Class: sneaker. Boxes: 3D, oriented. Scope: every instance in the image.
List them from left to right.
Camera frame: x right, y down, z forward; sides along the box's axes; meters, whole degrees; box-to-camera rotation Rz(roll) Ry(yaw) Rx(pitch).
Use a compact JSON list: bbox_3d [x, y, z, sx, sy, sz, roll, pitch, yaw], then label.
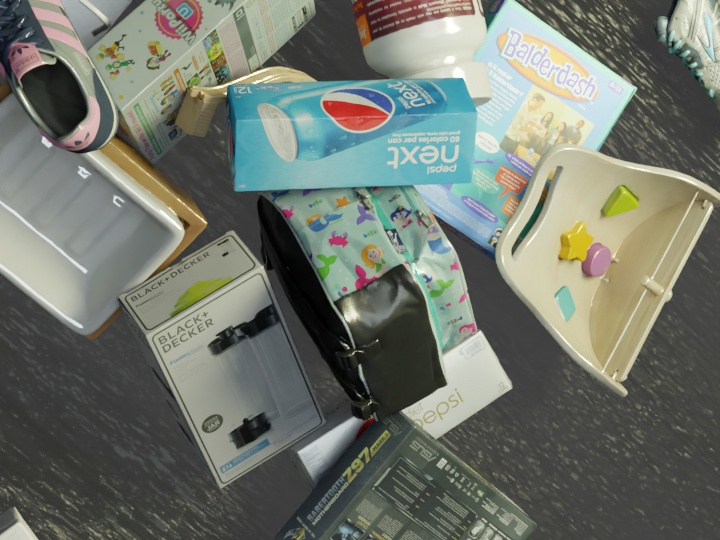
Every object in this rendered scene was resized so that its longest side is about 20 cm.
[{"bbox_3d":[-0.255,-0.179,1.504,0.070,0.082,0.200,-36,93,8],"label":"sneaker"},{"bbox_3d":[0.313,-0.209,1.807,0.086,0.078,0.202,-11,90,-2],"label":"sneaker"}]

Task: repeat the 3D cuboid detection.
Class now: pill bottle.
[{"bbox_3d":[0.047,-0.234,1.688,0.109,0.110,0.202,-12,87,-14],"label":"pill bottle"}]

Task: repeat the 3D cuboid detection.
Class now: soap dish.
[{"bbox_3d":[-0.248,-0.058,1.626,0.200,0.081,0.157,40,114,-15],"label":"soap dish"}]

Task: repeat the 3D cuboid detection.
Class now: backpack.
[{"bbox_3d":[0.000,0.000,1.661,0.150,0.200,0.178,-33,142,-11],"label":"backpack"}]

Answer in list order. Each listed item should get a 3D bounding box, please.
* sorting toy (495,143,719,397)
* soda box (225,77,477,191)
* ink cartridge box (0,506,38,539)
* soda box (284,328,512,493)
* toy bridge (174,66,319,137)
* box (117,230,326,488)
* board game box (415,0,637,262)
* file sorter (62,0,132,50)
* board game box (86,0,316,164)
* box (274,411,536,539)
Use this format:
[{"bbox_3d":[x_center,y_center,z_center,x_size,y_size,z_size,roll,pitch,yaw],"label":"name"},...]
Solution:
[{"bbox_3d":[0.198,-0.022,1.733,0.180,0.107,0.201,32,85,-40],"label":"sorting toy"},{"bbox_3d":[-0.009,-0.112,1.603,0.198,0.064,0.068,-3,124,-10],"label":"soda box"},{"bbox_3d":[-0.283,0.319,1.679,0.116,0.068,0.201,-35,102,-10],"label":"ink cartridge box"},{"bbox_3d":[0.031,0.126,1.749,0.199,0.068,0.064,-32,105,-10],"label":"soda box"},{"bbox_3d":[-0.069,-0.137,1.663,0.199,0.027,0.068,6,113,-47],"label":"toy bridge"},{"bbox_3d":[-0.115,0.078,1.661,0.116,0.060,0.201,-30,133,-12],"label":"box"},{"bbox_3d":[0.134,-0.121,1.770,0.152,0.045,0.201,33,86,-15],"label":"board game box"},{"bbox_3d":[-0.231,-0.273,1.617,0.139,0.124,0.200,40,84,-14],"label":"file sorter"},{"bbox_3d":[-0.133,-0.192,1.633,0.200,0.148,0.064,-44,77,-9],"label":"board game box"},{"bbox_3d":[0.042,0.229,1.725,0.158,0.051,0.200,-50,128,0],"label":"box"}]
